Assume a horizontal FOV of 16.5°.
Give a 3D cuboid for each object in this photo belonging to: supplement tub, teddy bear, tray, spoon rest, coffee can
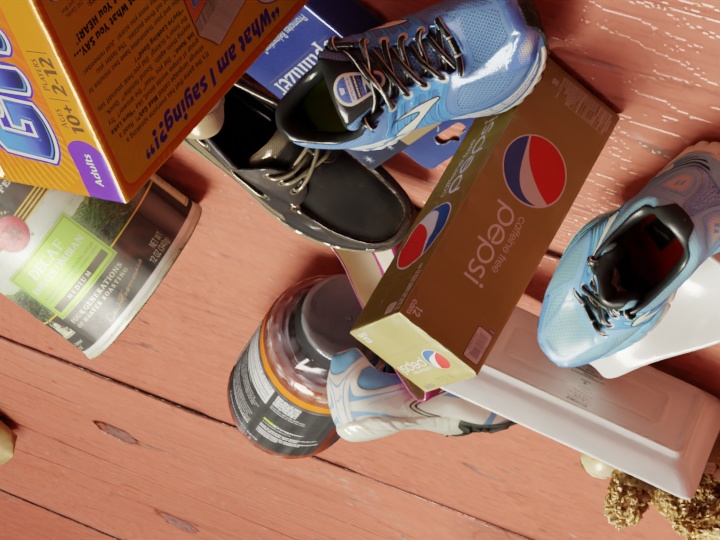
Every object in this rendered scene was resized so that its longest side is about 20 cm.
[{"bbox_3d":[-0.033,0.069,1.903,0.107,0.107,0.200,33,155,-2],"label":"supplement tub"},{"bbox_3d":[0.225,0.147,1.729,0.199,0.145,0.067,21,129,9],"label":"teddy bear"},{"bbox_3d":[0.153,0.078,1.709,0.199,0.108,0.022,24,132,6],"label":"tray"},{"bbox_3d":[0.190,0.027,1.629,0.099,0.061,0.200,33,156,-4],"label":"spoon rest"},{"bbox_3d":[-0.241,-0.050,1.875,0.200,0.147,0.146,36,154,-11],"label":"coffee can"}]

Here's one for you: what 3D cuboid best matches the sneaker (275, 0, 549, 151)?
[{"bbox_3d":[0.028,-0.113,1.475,0.200,0.089,0.079,-26,86,41],"label":"sneaker"}]

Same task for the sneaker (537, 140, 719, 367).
[{"bbox_3d":[0.158,-0.002,1.518,0.078,0.090,0.200,47,137,9],"label":"sneaker"}]

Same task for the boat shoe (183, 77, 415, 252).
[{"bbox_3d":[-0.055,-0.075,1.681,0.199,0.075,0.073,30,180,3],"label":"boat shoe"}]

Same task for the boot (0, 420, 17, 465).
[{"bbox_3d":[-0.420,0.123,2.489,0.200,0.066,0.175,44,164,-23],"label":"boot"}]

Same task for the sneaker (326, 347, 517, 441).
[{"bbox_3d":[0.056,0.087,1.819,0.072,0.073,0.200,-11,170,43],"label":"sneaker"}]

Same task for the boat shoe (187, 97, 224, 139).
[{"bbox_3d":[-0.142,-0.138,1.614,0.200,0.071,0.065,46,156,58],"label":"boat shoe"}]

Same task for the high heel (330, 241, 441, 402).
[{"bbox_3d":[0.000,0.000,1.740,0.200,0.096,0.067,45,143,-20],"label":"high heel"}]

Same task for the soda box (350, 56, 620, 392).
[{"bbox_3d":[0.076,-0.029,1.491,0.064,0.200,0.068,38,154,-15],"label":"soda box"}]

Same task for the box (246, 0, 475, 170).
[{"bbox_3d":[-0.013,-0.131,1.607,0.200,0.032,0.121,36,154,-12],"label":"box"}]

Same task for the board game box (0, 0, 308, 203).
[{"bbox_3d":[-0.187,-0.190,1.462,0.199,0.200,0.200,11,138,36],"label":"board game box"}]
